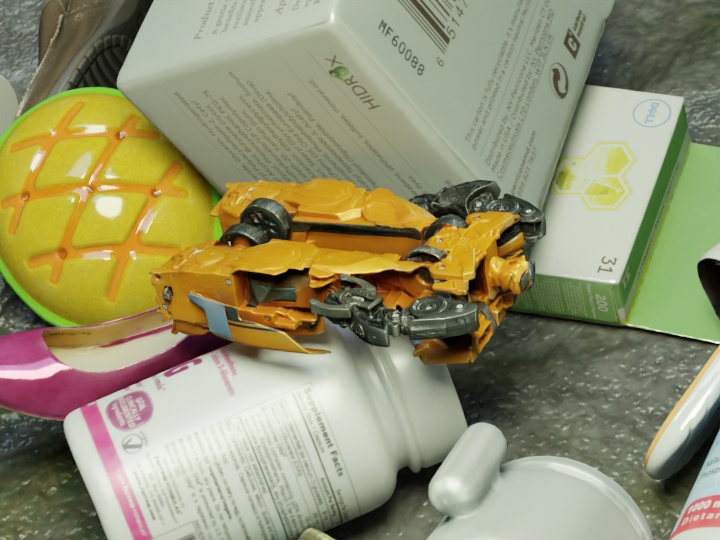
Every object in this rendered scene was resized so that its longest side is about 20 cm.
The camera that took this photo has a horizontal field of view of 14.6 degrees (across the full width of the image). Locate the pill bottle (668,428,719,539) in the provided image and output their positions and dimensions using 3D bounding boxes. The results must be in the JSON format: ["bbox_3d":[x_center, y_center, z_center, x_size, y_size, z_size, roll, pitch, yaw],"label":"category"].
[{"bbox_3d":[0.235,0.099,1.442,0.108,0.109,0.201,14,56,23],"label":"pill bottle"}]

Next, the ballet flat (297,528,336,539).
[{"bbox_3d":[0.024,0.211,1.437,0.070,0.071,0.200,-24,49,-7],"label":"ballet flat"}]

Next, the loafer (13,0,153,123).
[{"bbox_3d":[-0.169,-0.135,1.766,0.071,0.073,0.201,3,46,29],"label":"loafer"}]

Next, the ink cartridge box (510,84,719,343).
[{"bbox_3d":[0.167,-0.033,1.609,0.199,0.048,0.146,8,54,22],"label":"ink cartridge box"}]

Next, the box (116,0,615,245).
[{"bbox_3d":[0.007,-0.131,1.596,0.171,0.200,0.200,-12,44,39],"label":"box"}]

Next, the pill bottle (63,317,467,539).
[{"bbox_3d":[-0.049,0.091,1.514,0.199,0.114,0.114,-23,50,-6],"label":"pill bottle"}]

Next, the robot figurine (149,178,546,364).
[{"bbox_3d":[0.000,0.000,1.474,0.199,0.059,0.145,7,35,26],"label":"robot figurine"}]

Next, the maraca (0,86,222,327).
[{"bbox_3d":[-0.138,-0.016,1.634,0.137,0.107,0.201,-34,76,-1],"label":"maraca"}]

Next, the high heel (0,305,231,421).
[{"bbox_3d":[-0.123,0.030,1.547,0.199,0.096,0.067,4,31,-15],"label":"high heel"}]

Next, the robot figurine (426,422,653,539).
[{"bbox_3d":[0.081,0.161,1.392,0.112,0.171,0.200,-16,10,24],"label":"robot figurine"}]

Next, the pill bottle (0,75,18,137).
[{"bbox_3d":[-0.315,-0.105,1.741,0.199,0.112,0.112,18,57,25],"label":"pill bottle"}]

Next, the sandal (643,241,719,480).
[{"bbox_3d":[0.200,0.018,1.513,0.059,0.079,0.207,35,70,14],"label":"sandal"}]
